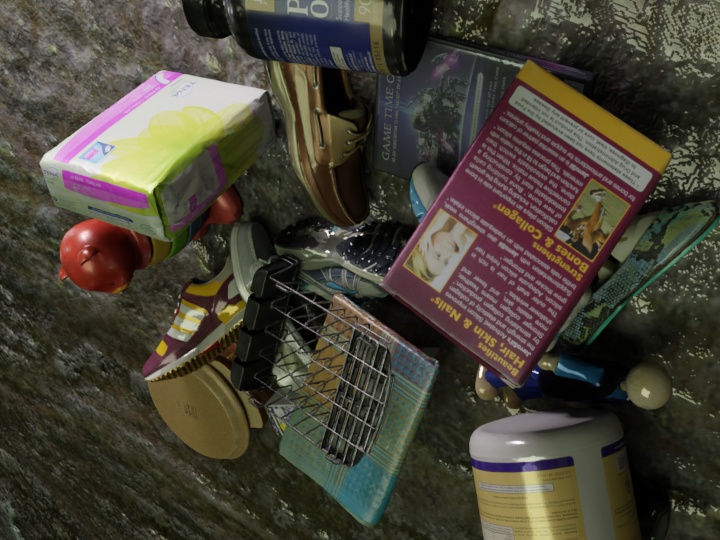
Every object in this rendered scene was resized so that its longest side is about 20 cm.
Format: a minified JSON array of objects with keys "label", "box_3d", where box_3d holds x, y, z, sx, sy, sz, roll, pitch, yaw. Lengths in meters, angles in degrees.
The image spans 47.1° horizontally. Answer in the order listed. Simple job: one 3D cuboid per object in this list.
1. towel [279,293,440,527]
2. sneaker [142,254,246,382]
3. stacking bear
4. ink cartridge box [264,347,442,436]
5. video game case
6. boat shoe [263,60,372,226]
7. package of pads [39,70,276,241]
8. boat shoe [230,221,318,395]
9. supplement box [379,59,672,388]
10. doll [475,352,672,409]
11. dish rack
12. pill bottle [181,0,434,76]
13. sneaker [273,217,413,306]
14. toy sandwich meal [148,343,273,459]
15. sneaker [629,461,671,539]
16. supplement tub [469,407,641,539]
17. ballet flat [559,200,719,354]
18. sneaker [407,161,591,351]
[{"label":"towel","box_3d":[-0.004,0.146,0.854,0.145,0.021,0.204,33,115,29]},{"label":"sneaker","box_3d":[-0.204,0.062,1.029,0.198,0.075,0.091,-34,77,17]},{"label":"stacking bear","box_3d":[-0.246,-0.048,0.915,0.120,0.200,0.115,-19,110,42]},{"label":"ink cartridge box","box_3d":[-0.004,0.139,0.937,0.197,0.109,0.051,-6,118,37]},{"label":"video game case","box_3d":[0.101,-0.129,0.739,0.197,0.019,0.146,22,130,23]},{"label":"boat shoe","box_3d":[-0.028,-0.138,0.788,0.072,0.076,0.204,-4,118,33]},{"label":"package of pads","box_3d":[-0.192,-0.123,0.825,0.151,0.201,0.069,15,136,24]},{"label":"boat shoe","box_3d":[-0.089,0.035,0.934,0.064,0.074,0.206,-24,79,20]},{"label":"supplement box","box_3d":[0.124,-0.033,0.638,0.130,0.103,0.202,35,94,8]},{"label":"doll","box_3d":[0.204,0.104,0.773,0.134,0.050,0.198,20,162,-31]},{"label":"dish rack","box_3d":[-0.046,0.094,0.833,0.198,0.054,0.157,29,114,30]},{"label":"pill bottle","box_3d":[-0.043,-0.229,0.685,0.195,0.113,0.114,10,127,15]},{"label":"sneaker","box_3d":[0.000,0.000,0.873,0.197,0.078,0.088,14,134,39]},{"label":"toy sandwich meal","box_3d":[-0.210,0.170,1.141,0.202,0.070,0.209,21,131,26]},{"label":"sneaker","box_3d":[0.231,0.222,0.856,0.197,0.071,0.100,26,125,23]},{"label":"supplement tub","box_3d":[0.183,0.239,0.757,0.143,0.144,0.205,-11,86,40]},{"label":"ballet flat","box_3d":[0.219,-0.003,0.710,0.074,0.074,0.201,38,133,6]},{"label":"sneaker","box_3d":[0.126,-0.031,0.727,0.201,0.075,0.087,48,125,8]}]
